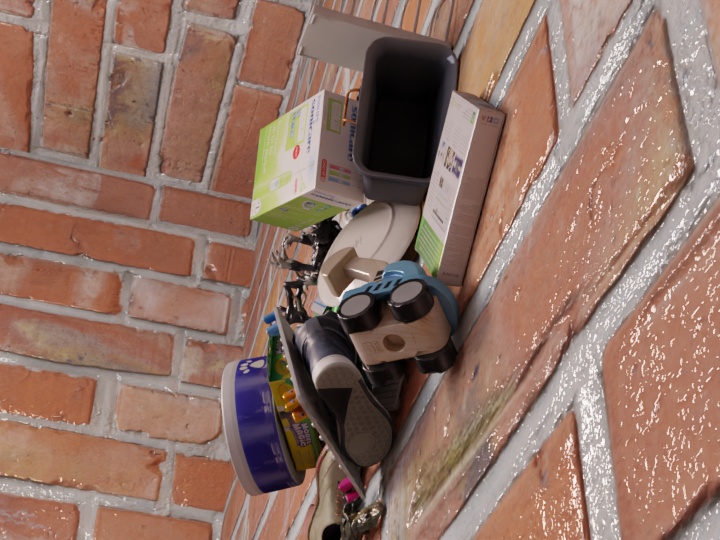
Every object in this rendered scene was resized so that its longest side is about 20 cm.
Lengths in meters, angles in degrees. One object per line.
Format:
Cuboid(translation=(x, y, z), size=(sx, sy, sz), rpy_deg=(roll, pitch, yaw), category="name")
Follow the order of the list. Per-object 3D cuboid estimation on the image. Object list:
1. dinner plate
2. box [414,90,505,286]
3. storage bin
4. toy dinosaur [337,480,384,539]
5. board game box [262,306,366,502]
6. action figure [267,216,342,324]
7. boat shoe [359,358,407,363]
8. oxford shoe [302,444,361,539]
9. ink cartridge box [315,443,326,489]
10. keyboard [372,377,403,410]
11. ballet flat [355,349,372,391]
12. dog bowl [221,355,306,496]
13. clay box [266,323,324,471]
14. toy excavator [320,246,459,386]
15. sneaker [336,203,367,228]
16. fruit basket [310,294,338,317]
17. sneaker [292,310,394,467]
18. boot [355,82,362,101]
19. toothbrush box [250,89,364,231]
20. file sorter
Cuboid(translation=(0.004, -0.037, 1.578), size=(0.200, 0.024, 0.201), rpy_deg=(-39, 28, 25), category="dinner plate")
Cuboid(translation=(0.112, -0.098, 1.300), size=(0.145, 0.036, 0.203), rpy_deg=(-112, 35, -72), category="box")
Cuboid(translation=(0.046, -0.187, 1.506), size=(0.135, 0.143, 0.203), rpy_deg=(99, 178, -69), category="storage bin")
Cuboid(translation=(-0.011, 0.339, 1.511), size=(0.201, 0.047, 0.089), rpy_deg=(108, 161, -52), category="toy dinosaur")
Cuboid(translation=(-0.062, 0.175, 1.467), size=(0.201, 0.026, 0.201), rpy_deg=(61, -176, -35), category="board game box")
Cuboid(translation=(-0.088, -0.015, 1.732), size=(0.119, 0.101, 0.202), rpy_deg=(-40, -28, -72), category="action figure")
Cuboid(translation=(0.042, 0.071, 1.410), size=(0.200, 0.071, 0.073), rpy_deg=(133, 151, -68), category="boat shoe")
Cuboid(translation=(-0.026, 0.319, 1.588), size=(0.074, 0.070, 0.203), rpy_deg=(-134, 50, -56), category="oxford shoe")
Cuboid(translation=(-0.037, 0.249, 1.720), size=(0.200, 0.043, 0.199), rpy_deg=(-111, 29, -69), category="ink cartridge box")
Cuboid(translation=(0.031, 0.167, 1.542), size=(0.200, 0.011, 0.057), rpy_deg=(144, 135, -75), category="keyboard")
Cuboid(translation=(-0.017, 0.110, 1.529), size=(0.070, 0.068, 0.202), rpy_deg=(-92, 1, -50), category="ballet flat")
Cuboid(translation=(-0.142, 0.230, 1.684), size=(0.200, 0.078, 0.203), rpy_deg=(-12, -90, -84), category="dog bowl")
Cuboid(translation=(-0.094, 0.177, 1.634), size=(0.116, 0.047, 0.202), rpy_deg=(-92, -8, -55), category="clay box")
Cuboid(translation=(0.028, 0.032, 1.296), size=(0.101, 0.192, 0.201), rpy_deg=(63, -152, -27), category="toy excavator")
Cuboid(translation=(-0.013, -0.015, 1.772), size=(0.201, 0.079, 0.148), rpy_deg=(-83, 5, -49), category="sneaker")
Cuboid(translation=(0.000, 0.000, 1.646), size=(0.185, 0.093, 0.203), rpy_deg=(-160, 87, -74), category="fruit basket")
Cuboid(translation=(-0.023, 0.146, 1.444), size=(0.147, 0.076, 0.204), rpy_deg=(-120, 7, -52), category="sneaker")
Cuboid(translation=(0.026, -0.233, 1.694), size=(0.133, 0.069, 0.202), rpy_deg=(-92, -1, -50), category="boot")
Cuboid(translation=(-0.074, -0.154, 1.622), size=(0.199, 0.085, 0.148), rpy_deg=(-17, 64, 55), category="toothbrush box")
Cuboid(translation=(0.024, -0.364, 1.597), size=(0.139, 0.197, 0.126), rpy_deg=(134, 148, -71), category="file sorter")
